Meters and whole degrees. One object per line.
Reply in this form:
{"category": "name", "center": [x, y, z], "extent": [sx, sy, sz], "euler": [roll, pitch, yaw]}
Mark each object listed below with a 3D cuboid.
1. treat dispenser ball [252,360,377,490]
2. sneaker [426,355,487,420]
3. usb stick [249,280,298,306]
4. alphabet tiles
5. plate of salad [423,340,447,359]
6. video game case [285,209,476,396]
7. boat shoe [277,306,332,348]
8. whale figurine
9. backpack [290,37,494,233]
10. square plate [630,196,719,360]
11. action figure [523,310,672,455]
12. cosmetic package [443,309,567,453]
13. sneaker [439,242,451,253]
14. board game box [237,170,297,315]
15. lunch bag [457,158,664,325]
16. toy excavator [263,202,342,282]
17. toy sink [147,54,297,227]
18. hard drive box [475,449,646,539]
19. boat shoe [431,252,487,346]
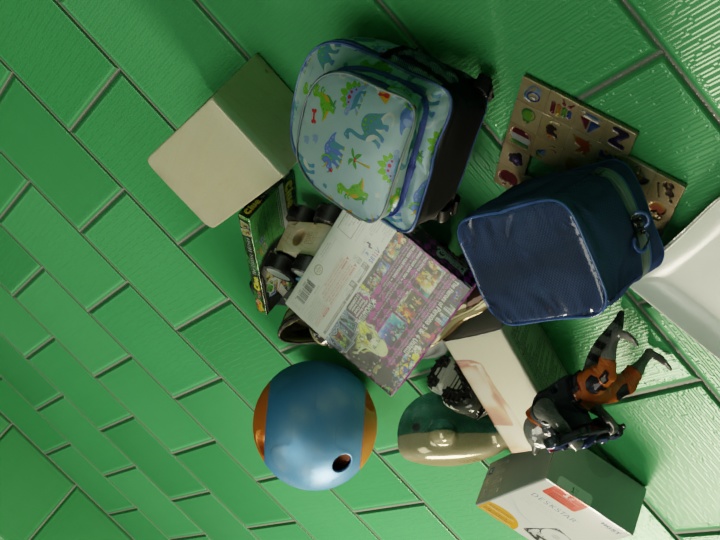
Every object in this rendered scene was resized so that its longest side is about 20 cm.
{"category": "treat dispenser ball", "center": [-0.071, 0.245, 1.753], "extent": [0.199, 0.201, 0.202], "euler": [26, 146, 20]}
{"category": "sneaker", "center": [0.153, 0.167, 1.515], "extent": [0.090, 0.067, 0.200], "euler": [32, 178, -9]}
{"category": "usb stick", "center": [-0.089, 0.035, 1.672], "extent": [0.198, 0.033, 0.056], "euler": [5, 138, 42]}
{"category": "alphabet tiles", "center": [0.244, -0.105, 1.184], "extent": [0.198, 0.008, 0.168], "euler": [30, 146, 15]}
{"category": "plate of salad", "center": [0.029, 0.081, 1.566], "extent": [0.197, 0.049, 0.201], "euler": [13, 160, 5]}
{"category": "video game case", "center": [0.022, 0.026, 1.332], "extent": [0.181, 0.036, 0.201], "euler": [40, 125, 9]}
{"category": "boat shoe", "center": [-0.039, 0.071, 1.457], "extent": [0.073, 0.065, 0.199], "euler": [43, 152, -22]}
{"category": "whale figurine", "center": [0.149, 0.227, 1.616], "extent": [0.197, 0.106, 0.159], "euler": [-11, 160, 28]}
{"category": "backpack", "center": [0.013, -0.157, 1.201], "extent": [0.199, 0.146, 0.185], "euler": [32, 119, 29]}
{"category": "square plate", "center": [0.404, 0.024, 1.157], "extent": [0.199, 0.029, 0.199], "euler": [38, 147, 2]}
{"category": "action figure", "center": [0.276, 0.150, 1.330], "extent": [0.105, 0.193, 0.199], "euler": [56, -162, 24]}
{"category": "cosmetic package", "center": [0.194, 0.124, 1.410], "extent": [0.086, 0.104, 0.201], "euler": [-15, 120, 31]}
{"category": "sneaker", "center": [0.060, -0.040, 1.407], "extent": [0.071, 0.098, 0.203], "euler": [-113, 8, -85]}
{"category": "board game box", "center": [-0.120, -0.039, 1.548], "extent": [0.023, 0.105, 0.202], "euler": [26, 145, 25]}
{"category": "lunch bag", "center": [0.220, -0.035, 1.168], "extent": [0.199, 0.132, 0.138], "euler": [-8, 109, 51]}
{"category": "toy excavator", "center": [0.000, 0.000, 1.493], "extent": [0.199, 0.101, 0.193], "euler": [34, 163, -36]}
{"category": "toy sink", "center": [-0.162, -0.164, 1.431], "extent": [0.130, 0.112, 0.199], "euler": [46, 142, -11]}
{"category": "hard drive box", "center": [0.283, 0.323, 1.582], "extent": [0.155, 0.077, 0.200], "euler": [33, 149, -8]}
{"category": "boat shoe", "center": [0.118, 0.016, 1.338], "extent": [0.072, 0.072, 0.199], "euler": [44, 119, -12]}
